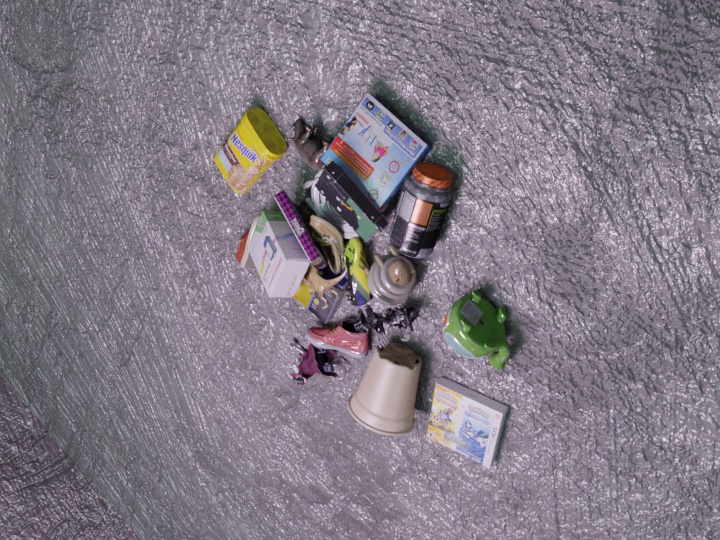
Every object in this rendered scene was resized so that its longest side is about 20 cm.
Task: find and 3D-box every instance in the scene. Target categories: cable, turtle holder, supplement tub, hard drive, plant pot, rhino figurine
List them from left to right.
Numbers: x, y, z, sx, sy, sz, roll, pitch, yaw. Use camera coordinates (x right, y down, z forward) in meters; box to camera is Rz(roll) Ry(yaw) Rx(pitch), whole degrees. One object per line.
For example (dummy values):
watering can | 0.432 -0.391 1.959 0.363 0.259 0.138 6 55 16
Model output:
rhino figurine | -0.134 -0.331 1.661 0.200 0.059 0.089 46 125 39
cable | -0.038 -0.185 1.671 0.198 0.069 0.203 -31 91 38
hard drive | -0.023 -0.162 1.556 0.201 0.038 0.140 48 163 -2
plant pot | 0.079 0.307 1.734 0.197 0.199 0.188 24 111 23
supplement tub | 0.145 -0.145 1.526 0.121 0.122 0.204 30 123 20
turtle holder | 0.285 0.148 1.563 0.181 0.144 0.132 18 147 -19

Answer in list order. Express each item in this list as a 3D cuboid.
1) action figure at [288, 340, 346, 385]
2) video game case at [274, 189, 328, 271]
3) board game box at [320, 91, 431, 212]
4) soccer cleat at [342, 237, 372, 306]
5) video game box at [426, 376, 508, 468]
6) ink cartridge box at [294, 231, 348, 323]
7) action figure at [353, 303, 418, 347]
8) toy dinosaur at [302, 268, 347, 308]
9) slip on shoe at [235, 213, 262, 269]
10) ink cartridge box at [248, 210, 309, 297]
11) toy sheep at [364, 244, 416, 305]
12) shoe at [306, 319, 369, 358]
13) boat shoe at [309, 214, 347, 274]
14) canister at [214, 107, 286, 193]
action figure | -0.145 0.280 1.943 0.146 0.137 0.200 18 147 -23
video game case | -0.155 -0.101 1.713 0.035 0.181 0.203 -30 81 -1
board game box | 0.036 -0.281 1.542 0.200 0.056 0.197 43 105 12
soccer cleat | 0.000 0.000 1.716 0.065 0.082 0.205 44 143 52
video game box | 0.281 0.406 1.715 0.196 0.047 0.187 20 117 26
ink cartridge box | -0.130 0.017 1.835 0.196 0.047 0.203 38 128 16
action figure | 0.077 0.141 1.638 0.118 0.196 0.105 -30 62 42
toy dinosaur | -0.102 0.047 1.753 0.197 0.058 0.103 -1 124 45
slip on shoe | -0.330 -0.092 1.911 0.061 0.074 0.202 42 132 15
ink cartridge box | -0.230 -0.046 1.798 0.202 0.086 0.147 59 135 35
toy sheep | 0.077 0.023 1.645 0.139 0.137 0.200 49 157 6
shoe | -0.065 0.176 1.830 0.195 0.072 0.093 16 126 18
boat shoe | -0.085 -0.068 1.690 0.072 0.064 0.202 24 159 32
canister | -0.311 -0.328 1.788 0.199 0.086 0.150 -37 87 40
